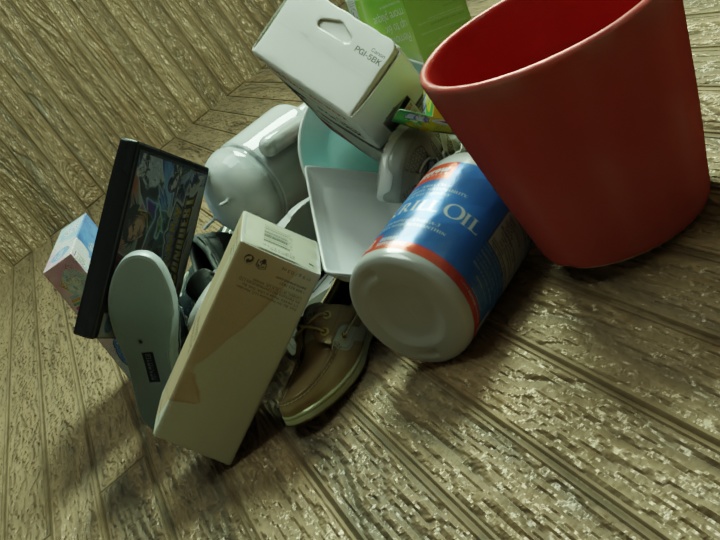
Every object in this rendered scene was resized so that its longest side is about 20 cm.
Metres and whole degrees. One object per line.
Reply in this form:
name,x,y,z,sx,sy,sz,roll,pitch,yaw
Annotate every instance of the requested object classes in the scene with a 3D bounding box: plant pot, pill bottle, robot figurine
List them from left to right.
robot figurine,-0.107,-0.118,1.319,0.200,0.113,0.170,-43,-13,-31
pill bottle,0.083,-0.028,0.937,0.112,0.113,0.200,-18,26,45
plant pot,0.169,-0.114,0.847,0.199,0.178,0.201,-24,25,12

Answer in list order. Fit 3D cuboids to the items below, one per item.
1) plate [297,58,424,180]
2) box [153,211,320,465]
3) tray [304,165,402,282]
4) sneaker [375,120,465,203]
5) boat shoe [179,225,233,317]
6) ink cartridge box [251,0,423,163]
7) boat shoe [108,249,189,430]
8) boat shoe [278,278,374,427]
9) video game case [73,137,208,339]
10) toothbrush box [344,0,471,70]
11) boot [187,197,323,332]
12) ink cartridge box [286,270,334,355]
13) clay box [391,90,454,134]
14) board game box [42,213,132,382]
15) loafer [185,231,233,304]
plate,0.029,-0.144,1.253,0.200,0.201,0.026,-39,-17,-5
box,-0.111,0.061,1.003,0.095,0.077,0.201,-105,39,-71
tray,0.005,-0.040,1.057,0.106,0.022,0.201,4,32,-12
sneaker,0.090,-0.109,1.098,0.082,0.075,0.199,24,31,31
boat shoe,-0.183,-0.013,1.468,0.060,0.076,0.200,-18,25,32
ink cartridge box,0.000,-0.181,1.133,0.146,0.200,0.083,37,90,28
boat shoe,-0.206,0.060,1.154,0.070,0.202,0.091,1,25,10
boat shoe,-0.028,0.057,1.011,0.074,0.067,0.200,-23,23,38
video game case,-0.227,-0.026,1.185,0.181,0.025,0.202,13,-89,-74
toothbrush box,0.075,-0.255,1.345,0.086,0.202,0.145,-26,13,-21
boot,-0.098,-0.004,1.134,0.095,0.074,0.200,5,48,52
ink cartridge box,0.000,0.000,1.136,0.199,0.044,0.094,-33,20,13
clay box,0.131,-0.145,1.010,0.198,0.048,0.115,7,1,-3
board game box,-0.288,0.042,1.326,0.043,0.200,0.200,-36,18,2
loafer,-0.162,0.028,1.256,0.201,0.070,0.069,-106,29,-49
